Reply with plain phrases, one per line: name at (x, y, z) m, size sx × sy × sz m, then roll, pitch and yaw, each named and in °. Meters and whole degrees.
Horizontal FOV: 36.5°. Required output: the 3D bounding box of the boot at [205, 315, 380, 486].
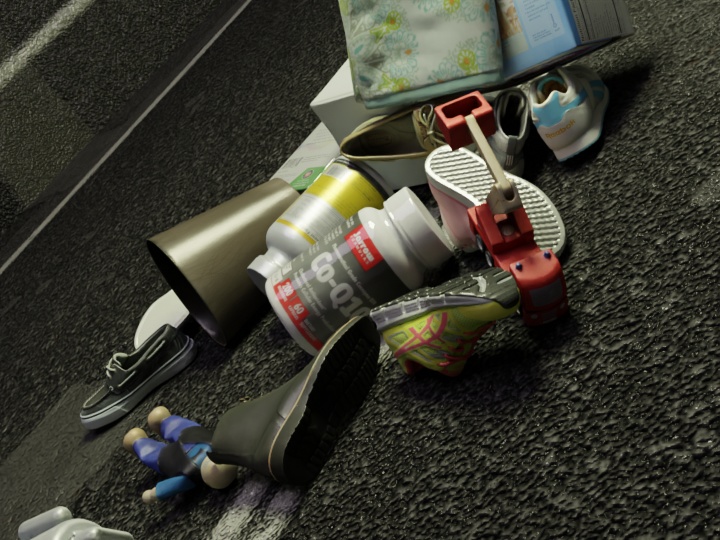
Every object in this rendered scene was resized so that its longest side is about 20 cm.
boot at (-0.076, 0.129, 1.164) m, size 0.138 × 0.078 × 0.200 m, roll -1°, pitch 44°, yaw 44°

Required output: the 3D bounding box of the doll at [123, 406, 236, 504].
doll at (-0.202, 0.215, 1.257) m, size 0.136 × 0.049 × 0.199 m, roll -43°, pitch 29°, yaw -26°

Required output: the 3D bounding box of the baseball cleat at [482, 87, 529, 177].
baseball cleat at (0.178, -0.188, 1.338) m, size 0.069 × 0.107 × 0.201 m, roll 5°, pitch 35°, yaw -9°

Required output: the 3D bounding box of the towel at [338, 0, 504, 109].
towel at (0.068, -0.288, 1.288) m, size 0.199 × 0.172 × 0.048 m, roll -5°, pitch 10°, yaw 32°

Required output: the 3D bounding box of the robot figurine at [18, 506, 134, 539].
robot figurine at (-0.326, 0.335, 1.146) m, size 0.199 × 0.113 × 0.170 m, roll -30°, pitch 53°, yaw 21°

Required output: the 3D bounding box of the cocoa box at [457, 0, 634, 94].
cocoa box at (0.198, -0.303, 1.309) m, size 0.131 × 0.134 × 0.199 m, roll -21°, pitch 3°, yaw -42°

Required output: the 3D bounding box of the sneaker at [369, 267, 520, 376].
sneaker at (0.092, 0.056, 1.056) m, size 0.078 × 0.091 × 0.200 m, roll -20°, pitch 0°, yaw -32°

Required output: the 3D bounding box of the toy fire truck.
toy fire truck at (0.136, -0.060, 1.045) m, size 0.048 × 0.141 × 0.201 m, roll -22°, pitch 50°, yaw -4°

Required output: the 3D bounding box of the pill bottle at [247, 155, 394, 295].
pill bottle at (-0.051, -0.045, 1.410) m, size 0.200 × 0.112 × 0.112 m, roll -47°, pitch 25°, yaw -16°

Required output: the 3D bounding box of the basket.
basket at (-0.162, -0.026, 1.506) m, size 0.200 × 0.181 × 0.136 m, roll -37°, pitch -5°, yaw -18°

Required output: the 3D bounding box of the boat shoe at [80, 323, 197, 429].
boat shoe at (-0.325, 0.143, 1.537) m, size 0.200 × 0.071 × 0.072 m, roll -38°, pitch 24°, yaw 5°

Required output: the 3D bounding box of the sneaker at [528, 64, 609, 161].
sneaker at (0.245, -0.209, 1.298) m, size 0.076 × 0.081 × 0.200 m, roll -30°, pitch 20°, yaw 24°

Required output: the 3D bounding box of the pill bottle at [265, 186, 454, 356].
pill bottle at (0.000, 0.000, 1.253) m, size 0.200 × 0.114 × 0.114 m, roll -36°, pitch 24°, yaw 9°

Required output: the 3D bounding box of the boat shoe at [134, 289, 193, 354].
boat shoe at (-0.256, 0.055, 1.616) m, size 0.072 × 0.062 × 0.200 m, roll 16°, pitch 60°, yaw 33°

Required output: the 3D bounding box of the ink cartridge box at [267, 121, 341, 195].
ink cartridge box at (-0.033, -0.157, 1.612) m, size 0.145 × 0.088 × 0.200 m, roll -1°, pitch 46°, yaw 55°

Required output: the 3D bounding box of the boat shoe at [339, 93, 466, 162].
boat shoe at (0.063, -0.168, 1.336) m, size 0.200 × 0.074 × 0.063 m, roll -2°, pitch 20°, yaw 42°

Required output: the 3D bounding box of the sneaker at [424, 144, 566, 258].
sneaker at (0.151, -0.051, 1.191) m, size 0.075 × 0.105 × 0.200 m, roll -37°, pitch 52°, yaw -15°

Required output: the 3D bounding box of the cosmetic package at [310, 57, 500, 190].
cosmetic package at (0.076, -0.239, 1.495) m, size 0.166 × 0.168 × 0.200 m, roll -6°, pitch 41°, yaw 49°
